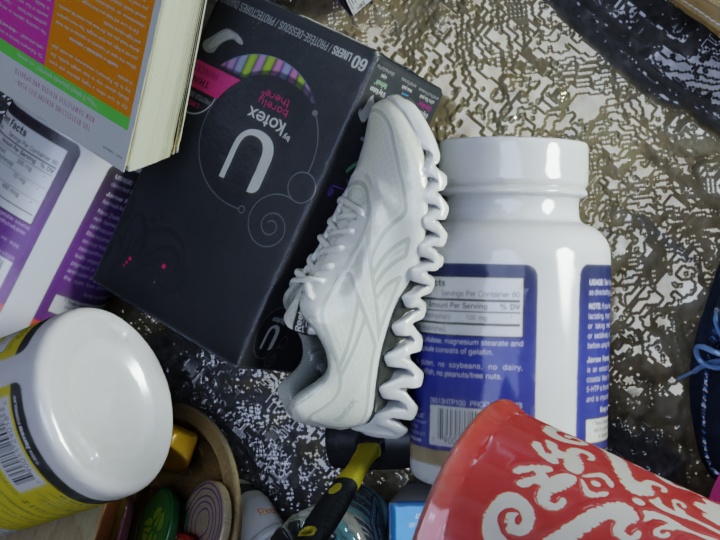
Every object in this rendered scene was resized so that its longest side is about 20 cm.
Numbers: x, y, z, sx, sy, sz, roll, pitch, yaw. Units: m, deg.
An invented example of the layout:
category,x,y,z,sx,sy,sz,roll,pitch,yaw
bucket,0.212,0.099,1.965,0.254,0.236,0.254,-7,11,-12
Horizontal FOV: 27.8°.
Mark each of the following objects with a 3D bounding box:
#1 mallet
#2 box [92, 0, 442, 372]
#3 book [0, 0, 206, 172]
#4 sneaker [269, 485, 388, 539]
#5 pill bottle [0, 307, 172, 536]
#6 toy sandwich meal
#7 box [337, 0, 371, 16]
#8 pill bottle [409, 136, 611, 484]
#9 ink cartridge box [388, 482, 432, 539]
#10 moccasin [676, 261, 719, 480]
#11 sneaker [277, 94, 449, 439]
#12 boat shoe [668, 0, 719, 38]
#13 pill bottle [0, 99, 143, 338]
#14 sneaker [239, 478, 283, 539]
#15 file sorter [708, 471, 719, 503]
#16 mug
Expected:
category,x,y,z,sx,sy,sz,roll,pitch,yaw
mallet,-0.017,0.124,0.853,0.065,0.200,0.042,-1,103,22
box,-0.055,-0.052,0.892,0.122,0.106,0.202,27,96,26
book,-0.146,-0.176,0.802,0.133,0.048,0.202,30,121,23
sneaker,-0.007,0.228,0.910,0.077,0.086,0.202,17,117,26
pill bottle,-0.218,0.101,0.869,0.199,0.111,0.112,-20,86,31
toy sandwich meal,-0.159,0.165,0.905,0.204,0.070,0.207,-22,55,34
box,-0.063,-0.255,0.856,0.047,0.200,0.194,-39,82,2
pill bottle,0.090,0.025,0.867,0.118,0.120,0.203,2,90,11
ink cartridge box,0.094,0.234,0.882,0.144,0.084,0.203,-1,90,7
moccasin,0.232,0.031,0.863,0.079,0.068,0.203,5,92,11
sneaker,0.000,0.000,0.828,0.080,0.075,0.202,3,103,-18
boat shoe,0.261,-0.112,0.861,0.199,0.072,0.077,32,108,10
pill bottle,-0.186,-0.053,0.927,0.111,0.111,0.201,29,96,10
sneaker,-0.121,0.216,0.945,0.200,0.074,0.080,-44,61,8
file sorter,0.282,0.148,0.795,0.138,0.125,0.202,20,96,-32
mug,0.146,0.151,0.719,0.198,0.177,0.135,19,121,25
